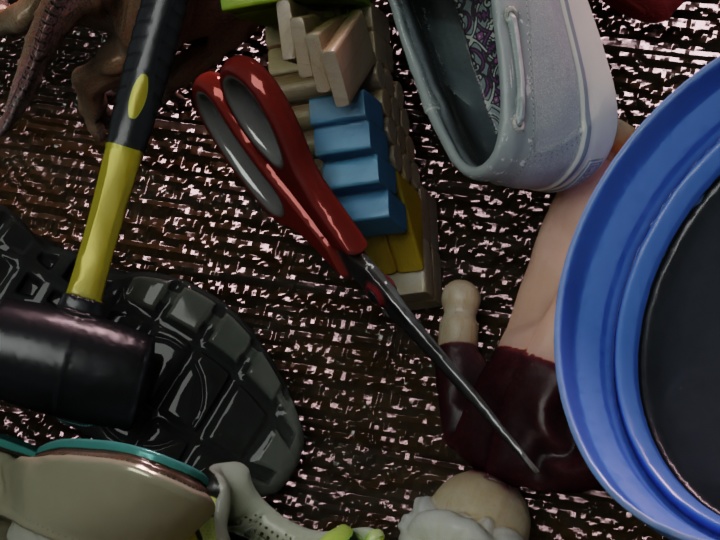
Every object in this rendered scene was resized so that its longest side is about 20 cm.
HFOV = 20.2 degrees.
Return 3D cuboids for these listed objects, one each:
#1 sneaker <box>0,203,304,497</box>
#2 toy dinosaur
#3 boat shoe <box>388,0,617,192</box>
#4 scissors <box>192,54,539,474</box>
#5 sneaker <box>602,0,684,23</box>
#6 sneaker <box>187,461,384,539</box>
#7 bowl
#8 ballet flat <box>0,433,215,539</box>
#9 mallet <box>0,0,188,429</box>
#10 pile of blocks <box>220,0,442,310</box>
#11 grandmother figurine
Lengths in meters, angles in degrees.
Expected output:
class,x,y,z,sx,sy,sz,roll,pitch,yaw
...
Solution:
class,x,y,z,sx,sy,sz,roll,pitch,yaw
sneaker,-0.110,0.029,0.836,0.199,0.079,0.076,32,77,4
toy dinosaur,-0.072,-0.125,0.834,0.135,0.200,0.086,-30,89,47
boat shoe,0.037,-0.125,0.775,0.070,0.071,0.202,-32,71,42
scissors,0.000,0.000,0.773,0.014,0.073,0.200,-35,86,-23
sneaker,0.099,-0.203,0.845,0.115,0.078,0.200,-39,66,3
sneaker,-0.001,0.141,0.744,0.199,0.075,0.077,25,112,22
bowl,0.157,0.005,0.673,0.200,0.039,0.202,-24,50,32
ballet flat,-0.114,0.098,0.769,0.200,0.069,0.070,-5,62,63
mallet,-0.083,-0.037,0.778,0.065,0.041,0.201,22,87,-3
pile of blocks,-0.022,-0.068,0.793,0.062,0.082,0.201,-8,111,18
grandmother figurine,0.076,0.041,0.780,0.121,0.060,0.201,21,80,51
